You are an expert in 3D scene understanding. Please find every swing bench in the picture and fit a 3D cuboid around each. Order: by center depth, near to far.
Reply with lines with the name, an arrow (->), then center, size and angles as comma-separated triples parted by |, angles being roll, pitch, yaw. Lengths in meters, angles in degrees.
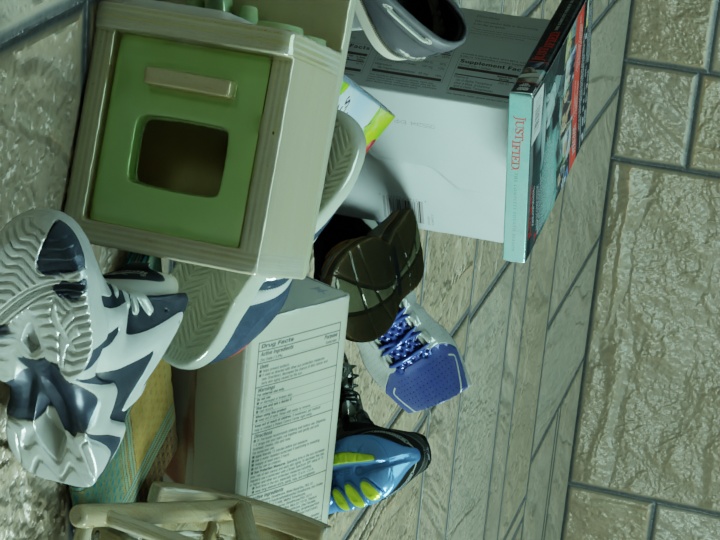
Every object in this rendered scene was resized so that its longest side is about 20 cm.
swing bench -> -0.125, 0.254, 1.314 | 0.200, 0.130, 0.199 | -1, 107, -78

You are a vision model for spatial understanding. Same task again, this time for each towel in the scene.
towel -> -0.160, 0.098, 1.318 | 0.147, 0.022, 0.200 | -64, 161, -44

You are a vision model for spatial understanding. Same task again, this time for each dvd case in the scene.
dvd case -> 0.145, -0.118, 1.530 | 0.200, 0.022, 0.146 | -61, 156, -52

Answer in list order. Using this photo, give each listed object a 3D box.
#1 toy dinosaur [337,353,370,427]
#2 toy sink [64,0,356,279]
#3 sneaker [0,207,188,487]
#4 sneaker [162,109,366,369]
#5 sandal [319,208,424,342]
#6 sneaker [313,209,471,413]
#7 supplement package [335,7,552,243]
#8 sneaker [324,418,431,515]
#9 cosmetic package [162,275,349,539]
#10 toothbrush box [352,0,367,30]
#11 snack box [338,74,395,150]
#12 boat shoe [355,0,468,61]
toy dinosaur -> -0.046, 0.065, 1.605 | 0.200, 0.102, 0.136 | -43, 127, -49
toy sink -> -0.090, -0.104, 1.216 | 0.112, 0.130, 0.200 | 7, 95, -74
sneaker -> -0.155, 0.015, 1.143 | 0.130, 0.079, 0.199 | -64, 156, -43
sneaker -> -0.061, -0.022, 1.310 | 0.200, 0.075, 0.085 | -50, 163, 11
sandal -> 0.000, 0.000, 1.537 | 0.200, 0.055, 0.082 | -50, 135, -64
sneaker -> 0.009, 0.028, 1.662 | 0.199, 0.081, 0.115 | 61, 10, 7
supplement package -> 0.050, -0.124, 1.605 | 0.156, 0.200, 0.111 | 84, 22, -48
sneaker -> -0.022, 0.155, 1.531 | 0.083, 0.200, 0.071 | -11, 88, -41
cosmetic package -> -0.079, 0.106, 1.443 | 0.103, 0.087, 0.200 | -11, 116, -44
toothbrush box -> -0.003, -0.273, 1.358 | 0.146, 0.085, 0.200 | -25, 113, -49
snack box -> -0.057, -0.083, 1.405 | 0.142, 0.053, 0.200 | -52, 166, 5
boat shoe -> 0.009, -0.219, 1.262 | 0.073, 0.063, 0.200 | -46, 123, -25
